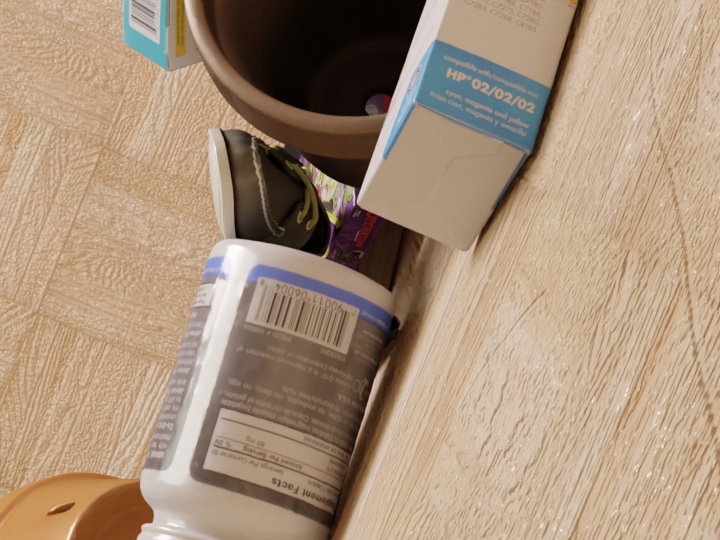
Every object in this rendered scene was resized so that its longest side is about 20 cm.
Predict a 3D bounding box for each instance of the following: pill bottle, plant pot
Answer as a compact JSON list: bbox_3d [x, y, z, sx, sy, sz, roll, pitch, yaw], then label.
[{"bbox_3d":[-0.059,0.094,1.490,0.114,0.113,0.201,138,150,-78],"label":"pill bottle"},{"bbox_3d":[0.005,-0.131,1.547,0.175,0.199,0.201,81,-153,-65],"label":"plant pot"},{"bbox_3d":[-0.177,0.230,1.868,0.140,0.199,0.201,-31,33,53],"label":"plant pot"}]

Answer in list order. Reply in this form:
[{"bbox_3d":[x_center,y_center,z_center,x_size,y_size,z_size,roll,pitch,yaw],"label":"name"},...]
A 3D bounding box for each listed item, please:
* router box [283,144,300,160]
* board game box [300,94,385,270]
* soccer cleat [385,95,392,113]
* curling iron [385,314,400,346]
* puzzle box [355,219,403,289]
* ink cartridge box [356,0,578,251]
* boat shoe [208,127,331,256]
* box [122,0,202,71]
[{"bbox_3d":[-0.024,-0.065,1.918,0.149,0.051,0.201,-45,-24,-66],"label":"router box"},{"bbox_3d":[-0.013,-0.094,1.719,0.120,0.032,0.201,113,159,-57],"label":"board game box"},{"bbox_3d":[0.053,-0.158,1.773,0.077,0.066,0.201,75,-153,-57],"label":"soccer cleat"},{"bbox_3d":[-0.008,0.067,1.619,0.200,0.025,0.050,131,140,-60],"label":"curling iron"},{"bbox_3d":[0.000,0.000,1.796,0.201,0.025,0.134,-75,9,-51],"label":"puzzle box"},{"bbox_3d":[0.068,-0.127,1.366,0.115,0.067,0.201,121,169,-60],"label":"ink cartridge box"},{"bbox_3d":[-0.054,-0.043,1.569,0.202,0.060,0.073,72,-168,-78],"label":"boat shoe"},{"bbox_3d":[-0.052,-0.192,1.615,0.199,0.049,0.083,-21,-50,-35],"label":"box"}]
